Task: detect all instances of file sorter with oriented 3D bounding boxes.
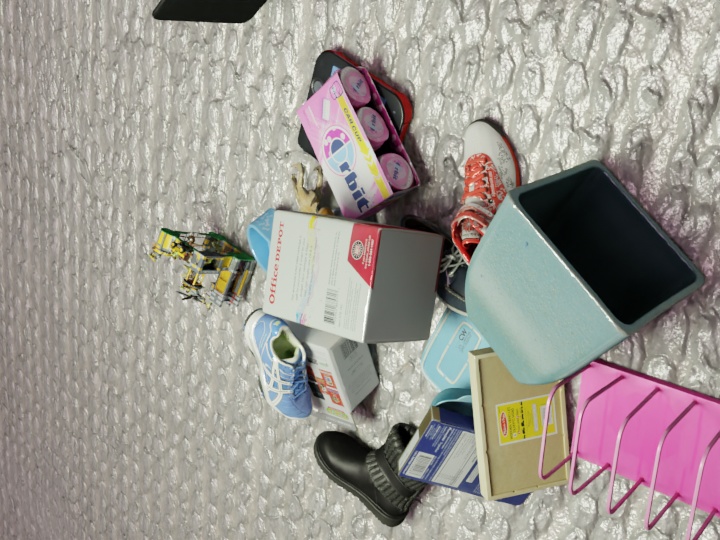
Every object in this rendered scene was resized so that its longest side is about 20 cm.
[{"bbox_3d":[0.328,0.215,0.929,0.198,0.124,0.142,17,113,39],"label":"file sorter"}]

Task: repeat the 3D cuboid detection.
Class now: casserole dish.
[{"bbox_3d":[0.152,0.115,1.118,0.121,0.039,0.202,43,126,26],"label":"casserole dish"},{"bbox_3d":[0.143,0.235,1.120,0.039,0.119,0.202,-89,9,-49],"label":"casserole dish"}]

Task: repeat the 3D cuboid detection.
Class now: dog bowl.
[{"bbox_3d":[-0.130,-0.023,1.307,0.200,0.049,0.113,42,148,42],"label":"dog bowl"}]

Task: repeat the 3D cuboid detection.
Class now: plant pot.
[{"bbox_3d":[0.239,0.022,0.926,0.197,0.194,0.201,53,138,18],"label":"plant pot"}]

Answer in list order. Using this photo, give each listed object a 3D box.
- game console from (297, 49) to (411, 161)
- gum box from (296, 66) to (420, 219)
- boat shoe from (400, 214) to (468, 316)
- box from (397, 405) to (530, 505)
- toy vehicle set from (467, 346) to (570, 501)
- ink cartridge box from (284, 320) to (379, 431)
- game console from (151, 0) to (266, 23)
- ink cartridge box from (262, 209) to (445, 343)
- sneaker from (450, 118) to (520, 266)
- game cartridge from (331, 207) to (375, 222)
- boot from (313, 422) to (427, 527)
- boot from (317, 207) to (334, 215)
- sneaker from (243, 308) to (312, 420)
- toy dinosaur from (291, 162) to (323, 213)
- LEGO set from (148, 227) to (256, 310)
[{"bbox_3d":[-0.015,-0.225,1.198,0.199,0.031,0.179,40,125,29],"label":"game console"},{"bbox_3d":[-0.007,-0.187,1.139,0.113,0.066,0.203,-29,85,49],"label":"gum box"},{"bbox_3d":[0.122,-0.011,1.079,0.200,0.074,0.062,51,169,40],"label":"boat shoe"},{"bbox_3d":[0.165,0.266,1.094,0.197,0.033,0.122,19,123,-12],"label":"box"},{"bbox_3d":[0.214,0.198,1.038,0.027,0.122,0.204,-146,49,-77],"label":"toy vehicle set"},{"bbox_3d":[-0.075,0.158,1.305,0.198,0.084,0.178,12,130,41],"label":"ink cartridge box"},{"bbox_3d":[-0.219,-0.480,1.202,0.115,0.198,0.179,13,110,39],"label":"game console"},{"bbox_3d":[-0.013,0.005,1.049,0.198,0.143,0.148,13,97,41],"label":"ink cartridge box"},{"bbox_3d":[0.160,-0.097,1.014,0.067,0.107,0.205,-13,93,43],"label":"sneaker"},{"bbox_3d":[-0.014,-0.002,1.254,0.132,0.041,0.203,-16,90,40],"label":"game cartridge"},{"bbox_3d":[0.024,0.301,1.266,0.210,0.079,0.159,36,131,18],"label":"boot"},{"bbox_3d":[0.000,0.000,1.185,0.142,0.071,0.205,-3,86,27],"label":"boot"},{"bbox_3d":[-0.119,0.157,1.213,0.076,0.075,0.202,10,130,48],"label":"sneaker"},{"bbox_3d":[-0.080,-0.119,1.249,0.200,0.057,0.103,149,117,-71],"label":"toy dinosaur"},{"bbox_3d":[-0.294,0.005,1.413,0.152,0.199,0.117,28,102,19],"label":"LEGO set"}]
